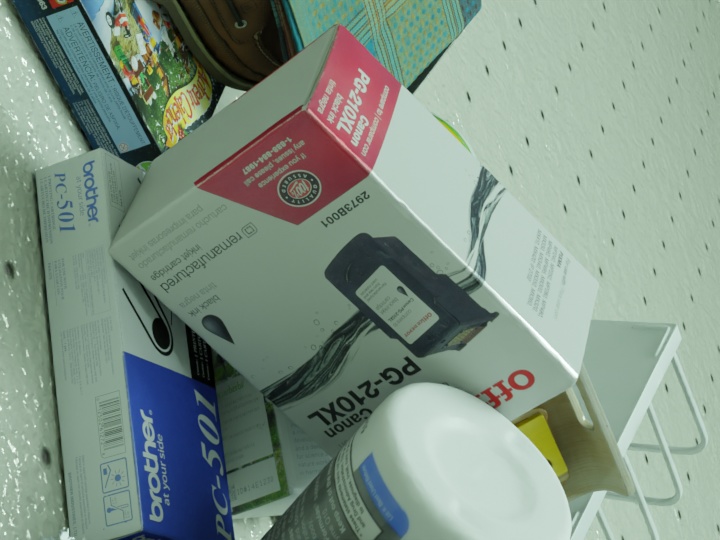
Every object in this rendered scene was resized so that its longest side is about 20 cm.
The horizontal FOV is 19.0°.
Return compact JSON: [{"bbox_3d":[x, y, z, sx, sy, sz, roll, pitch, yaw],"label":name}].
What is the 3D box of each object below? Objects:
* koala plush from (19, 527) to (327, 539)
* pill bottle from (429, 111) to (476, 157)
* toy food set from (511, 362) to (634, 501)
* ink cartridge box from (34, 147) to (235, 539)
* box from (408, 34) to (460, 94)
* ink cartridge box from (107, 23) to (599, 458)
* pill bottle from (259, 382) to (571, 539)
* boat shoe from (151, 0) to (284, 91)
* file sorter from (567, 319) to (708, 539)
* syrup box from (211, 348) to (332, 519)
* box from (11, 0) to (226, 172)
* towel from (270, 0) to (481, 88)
[{"bbox_3d":[-0.084,0.187,0.915,0.200,0.184,0.178,13,61,-54],"label":"koala plush"},{"bbox_3d":[-0.001,-0.045,1.356,0.200,0.111,0.111,-16,90,-70],"label":"pill bottle"},{"bbox_3d":[0.052,0.121,1.276,0.144,0.200,0.060,64,-5,-22],"label":"toy food set"},{"bbox_3d":[-0.114,0.047,1.091,0.094,0.044,0.200,29,48,-60],"label":"ink cartridge box"},{"bbox_3d":[0.013,-0.229,1.495,0.158,0.050,0.200,131,-47,-63],"label":"box"},{"bbox_3d":[0.000,0.000,1.077,0.200,0.145,0.084,44,35,-19],"label":"ink cartridge box"},{"bbox_3d":[0.002,0.159,1.059,0.114,0.200,0.114,29,31,-20],"label":"pill bottle"},{"bbox_3d":[-0.071,-0.162,1.215,0.200,0.068,0.072,38,40,-58],"label":"boat shoe"},{"bbox_3d":[0.132,0.144,1.442,0.200,0.139,0.125,-58,136,-36],"label":"file sorter"},{"bbox_3d":[-0.044,0.031,1.193,0.081,0.079,0.200,-2,75,-35],"label":"syrup box"},{"bbox_3d":[-0.124,-0.148,1.221,0.137,0.038,0.200,63,23,-27],"label":"box"},{"bbox_3d":[0.008,-0.169,1.263,0.200,0.022,0.147,-49,136,-43],"label":"towel"}]
